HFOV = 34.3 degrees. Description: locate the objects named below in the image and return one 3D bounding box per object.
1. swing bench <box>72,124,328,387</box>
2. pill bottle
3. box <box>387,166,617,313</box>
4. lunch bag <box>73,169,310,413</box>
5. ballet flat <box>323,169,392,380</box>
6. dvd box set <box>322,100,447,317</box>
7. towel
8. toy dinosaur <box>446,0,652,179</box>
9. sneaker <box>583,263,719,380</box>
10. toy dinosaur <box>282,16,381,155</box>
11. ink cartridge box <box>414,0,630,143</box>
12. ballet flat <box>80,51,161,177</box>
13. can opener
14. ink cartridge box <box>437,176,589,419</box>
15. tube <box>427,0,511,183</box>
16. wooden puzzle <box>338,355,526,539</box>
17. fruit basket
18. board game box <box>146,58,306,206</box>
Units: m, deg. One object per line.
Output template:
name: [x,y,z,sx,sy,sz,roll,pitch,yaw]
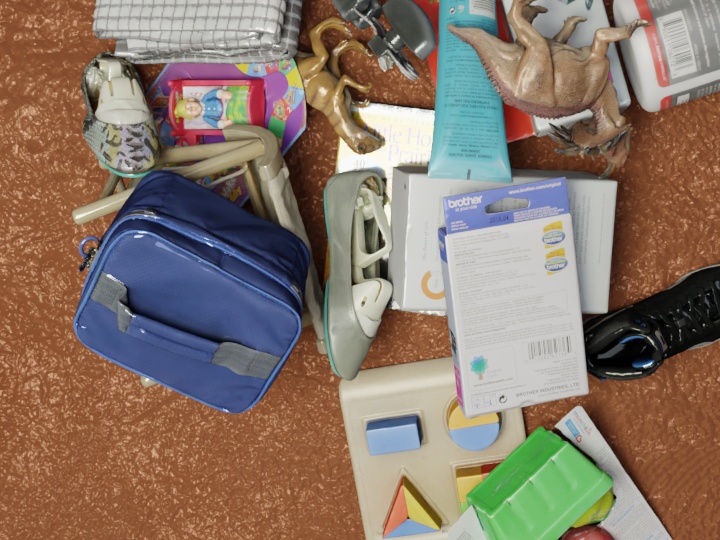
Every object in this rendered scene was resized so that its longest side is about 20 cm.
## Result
swing bench: [-0.139,-0.019,1.117,0.196,0.130,0.202,-12,118,7]
pill bottle: [0.340,-0.228,1.065,0.197,0.116,0.118,-17,95,9]
box: [0.130,-0.031,1.102,0.196,0.098,0.127,1,99,-8]
lunch bag: [-0.146,0.019,0.988,0.198,0.133,0.137,25,117,-14]
ballet flat: [0.000,0.000,1.101,0.063,0.067,0.204,-10,73,26]
dvd box set: [0.042,-0.062,1.166,0.144,0.029,0.204,8,98,6]
towel: [-0.146,-0.281,1.101,0.196,0.085,0.169,2,81,21]
toy dinosaur: [0.169,-0.161,1.021,0.196,0.086,0.138,12,95,-10]
sneaker: [0.299,0.057,1.107,0.197,0.112,0.074,-24,95,9]
toy dinosaur: [-0.050,-0.195,1.130,0.200,0.060,0.107,42,92,18]
ink cartridge box: [0.146,-0.227,1.108,0.171,0.044,0.204,-15,86,4]
ballet flat: [-0.232,-0.159,1.107,0.071,0.201,0.073,-9,122,-15]
can opener: [0.005,-0.260,1.104,0.066,0.052,0.201,-42,67,14]
ink cartridge box: [0.135,0.022,1.041,0.117,0.042,0.204,-10,105,-6]
tube: [0.098,-0.179,1.057,0.076,0.050,0.204,1,77,-2]
wooden puzzle: [0.079,0.194,1.185,0.182,0.046,0.204,-9,96,8]
fruit basket: [0.197,0.263,1.146,0.185,0.094,0.201,-41,115,-9]
board game box: [-0.146,-0.153,1.142,0.158,0.039,0.200,49,117,11]
